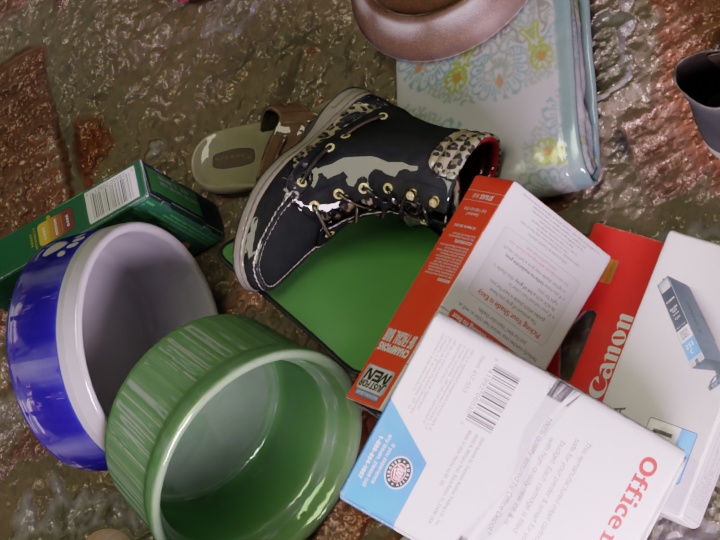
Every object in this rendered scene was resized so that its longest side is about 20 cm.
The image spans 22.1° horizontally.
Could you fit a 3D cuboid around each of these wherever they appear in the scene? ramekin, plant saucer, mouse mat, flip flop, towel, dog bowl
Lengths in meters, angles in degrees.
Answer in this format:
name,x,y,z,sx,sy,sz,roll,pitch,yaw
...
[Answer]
name,x,y,z,sx,sy,sz,roll,pitch,yaw
ramekin,-0.105,0.133,1.458,0.097,0.200,0.201,33,90,43
plant saucer,0.069,-0.272,1.556,0.199,0.032,0.202,-14,61,27
mouse mat,0.000,0.000,1.496,0.160,0.008,0.200,-29,49,-27
flip flop,-0.072,-0.114,1.611,0.198,0.057,0.082,-8,65,30
towel,0.111,-0.145,1.524,0.170,0.048,0.202,-14,65,29
dog bowl,-0.201,0.065,1.534,0.078,0.200,0.202,-10,67,30

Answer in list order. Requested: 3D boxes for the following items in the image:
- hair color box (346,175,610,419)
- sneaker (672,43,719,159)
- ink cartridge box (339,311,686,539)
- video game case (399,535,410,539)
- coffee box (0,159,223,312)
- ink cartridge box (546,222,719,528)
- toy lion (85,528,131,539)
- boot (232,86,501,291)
name,x,y,z,sx,sy,sz,roll,pitch,yaw
hair color box,0.090,0.042,1.406,0.201,0.111,0.064,-59,26,-9
sneaker,0.327,-0.110,1.342,0.199,0.106,0.075,7,75,33
ink cartridge box,0.107,0.142,1.295,0.199,0.086,0.147,29,89,7
video game case,0.084,0.245,1.393,0.200,0.018,0.144,-44,55,17
coffee box,-0.236,-0.019,1.636,0.199,0.123,0.044,-29,60,20
ink cartridge box,0.207,0.068,1.384,0.175,0.045,0.201,18,82,34
toy lion,-0.231,0.319,1.494,0.198,0.069,0.193,-14,58,-13
boot,0.004,-0.054,1.460,0.153,0.074,0.204,18,60,34
